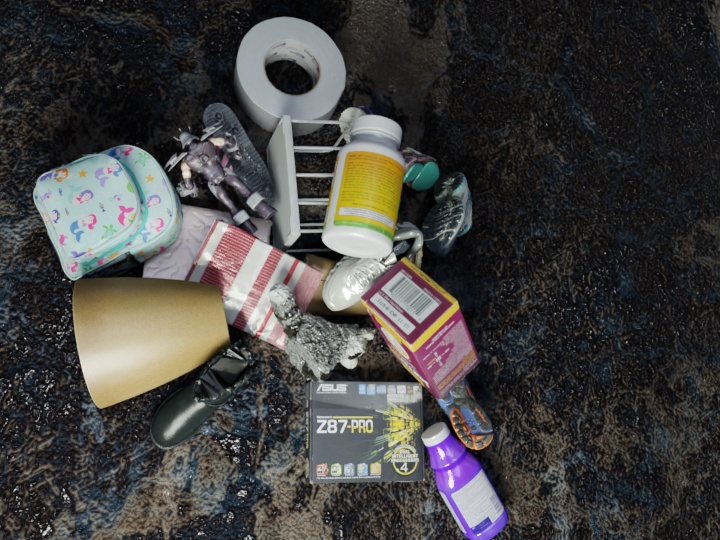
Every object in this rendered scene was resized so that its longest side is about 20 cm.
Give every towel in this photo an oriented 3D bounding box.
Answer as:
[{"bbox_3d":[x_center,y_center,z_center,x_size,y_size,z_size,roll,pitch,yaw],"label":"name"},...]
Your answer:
[{"bbox_3d":[-0.175,0.023,1.095,0.198,0.023,0.145,28,92,-16],"label":"towel"},{"bbox_3d":[-0.255,-0.009,1.131,0.197,0.032,0.194,9,76,-14],"label":"towel"}]

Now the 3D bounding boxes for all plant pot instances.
[{"bbox_3d":[-0.297,0.088,1.003,0.197,0.186,0.189,-11,80,-11],"label":"plant pot"}]

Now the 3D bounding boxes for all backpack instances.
[{"bbox_3d":[-0.380,-0.094,1.043,0.198,0.151,0.179,-24,82,-13],"label":"backpack"}]

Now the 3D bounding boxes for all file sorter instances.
[{"bbox_3d":[-0.081,-0.139,1.156,0.123,0.139,0.203,-1,77,-19],"label":"file sorter"}]

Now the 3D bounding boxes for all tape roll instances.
[{"bbox_3d":[-0.128,-0.349,1.229,0.197,0.066,0.203,4,76,-14],"label":"tape roll"}]

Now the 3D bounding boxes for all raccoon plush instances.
[{"bbox_3d":[-0.052,0.084,1.095,0.134,0.096,0.202,-36,131,-30],"label":"raccoon plush"}]

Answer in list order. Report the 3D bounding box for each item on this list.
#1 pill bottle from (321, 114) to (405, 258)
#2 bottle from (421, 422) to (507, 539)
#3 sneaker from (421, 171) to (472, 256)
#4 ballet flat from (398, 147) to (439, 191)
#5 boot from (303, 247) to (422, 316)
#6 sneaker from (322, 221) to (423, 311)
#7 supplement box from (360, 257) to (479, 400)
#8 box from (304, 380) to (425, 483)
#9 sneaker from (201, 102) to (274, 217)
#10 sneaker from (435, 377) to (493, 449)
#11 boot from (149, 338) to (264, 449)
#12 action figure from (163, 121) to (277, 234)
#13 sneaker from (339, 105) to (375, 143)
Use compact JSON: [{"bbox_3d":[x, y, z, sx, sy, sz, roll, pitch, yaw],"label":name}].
[{"bbox_3d":[0.010,-0.131,1.055,0.110,0.111,0.203,13,75,-12],"label":"pill bottle"},{"bbox_3d":[0.168,0.349,1.133,0.083,0.065,0.202,-33,98,-19],"label":"bottle"},{"bbox_3d":[0.170,-0.089,1.218,0.087,0.077,0.201,55,38,-31],"label":"sneaker"},{"bbox_3d":[0.086,-0.185,1.201,0.071,0.200,0.069,43,107,14],"label":"ballet flat"},{"bbox_3d":[0.000,0.000,1.170,0.197,0.066,0.178,11,89,-13],"label":"boot"},{"bbox_3d":[0.021,-0.008,1.106,0.199,0.081,0.075,-40,100,-4],"label":"sneaker"},{"bbox_3d":[0.099,0.096,1.095,0.103,0.201,0.131,-42,52,-9],"label":"supplement box"},{"bbox_3d":[0.007,0.268,1.132,0.197,0.049,0.164,4,73,-15],"label":"box"},{"bbox_3d":[-0.208,-0.187,1.167,0.070,0.082,0.202,-26,102,-15],"label":"sneaker"},{"bbox_3d":[0.161,0.218,1.179,0.074,0.079,0.202,-22,67,-1],"label":"sneaker"},{"bbox_3d":[-0.234,0.187,1.021,0.198,0.162,0.074,-41,90,-20],"label":"boot"},{"bbox_3d":[-0.226,-0.146,1.093,0.130,0.069,0.201,-40,100,3],"label":"action figure"},{"bbox_3d":[0.031,-0.203,1.237,0.099,0.069,0.203,-41,118,-61],"label":"sneaker"}]
